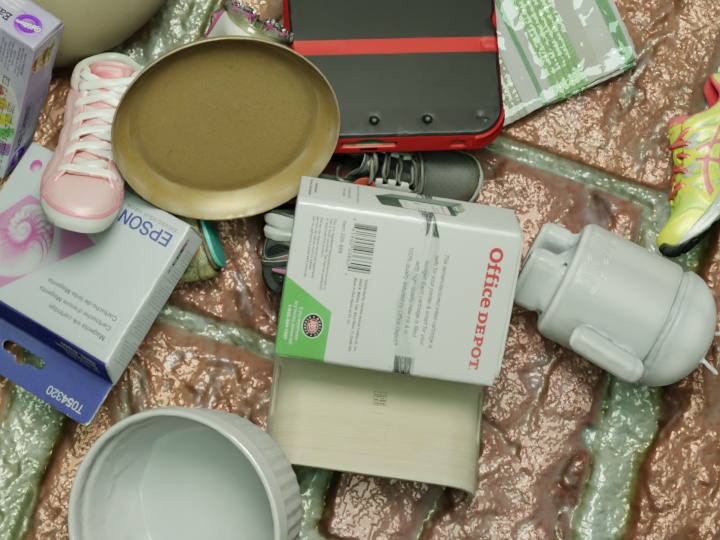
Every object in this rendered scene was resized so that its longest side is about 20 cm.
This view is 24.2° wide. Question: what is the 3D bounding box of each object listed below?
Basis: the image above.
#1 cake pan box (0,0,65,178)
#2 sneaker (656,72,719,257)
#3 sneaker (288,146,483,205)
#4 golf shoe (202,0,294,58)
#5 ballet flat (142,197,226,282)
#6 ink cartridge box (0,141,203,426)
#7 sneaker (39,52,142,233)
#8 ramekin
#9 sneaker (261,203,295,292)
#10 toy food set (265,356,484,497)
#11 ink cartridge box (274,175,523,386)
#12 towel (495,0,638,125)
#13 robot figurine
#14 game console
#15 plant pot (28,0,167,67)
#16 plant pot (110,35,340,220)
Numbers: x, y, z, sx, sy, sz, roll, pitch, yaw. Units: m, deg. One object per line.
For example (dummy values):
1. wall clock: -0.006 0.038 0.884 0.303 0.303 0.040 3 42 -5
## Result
1. cake pan box: -0.369 -0.197 1.514 0.184 0.200 0.052 35 52 3
2. sneaker: 0.320 -0.102 1.588 0.090 0.078 0.201 32 69 3
3. sneaker: 0.018 -0.086 1.562 0.198 0.082 0.078 -2 81 -3
4. golf shoe: -0.113 -0.189 1.516 0.072 0.200 0.093 29 87 -10
5. ballet flat: -0.178 -0.085 1.565 0.070 0.071 0.201 -12 82 -5
6. ink cartridge box: -0.272 0.008 1.520 0.196 0.043 0.201 26 79 23
7. sneaker: -0.236 -0.124 1.491 0.075 0.201 0.105 11 125 -3
8. ramekin: -0.144 0.214 1.467 0.199 0.105 0.202 1 94 18
9. sneaker: 0.000 0.000 1.563 0.199 0.080 0.087 14 103 -2
10. toy food set: 0.015 0.126 1.547 0.198 0.060 0.144 8 69 -3
11. ink cartridge box: 0.033 0.010 1.482 0.198 0.084 0.147 9 107 -3
12. towel: 0.149 -0.224 1.608 0.199 0.031 0.150 -25 95 -4
13. robot figurine: 0.240 0.033 1.538 0.199 0.113 0.170 26 46 1
14. game console: 0.031 -0.195 1.541 0.198 0.031 0.178 -2 71 -7
15. plant pot: -0.277 -0.267 1.539 0.200 0.200 0.135 34 111 3
16. plant pot: -0.117 -0.127 1.456 0.199 0.201 0.028 -11 45 -5
